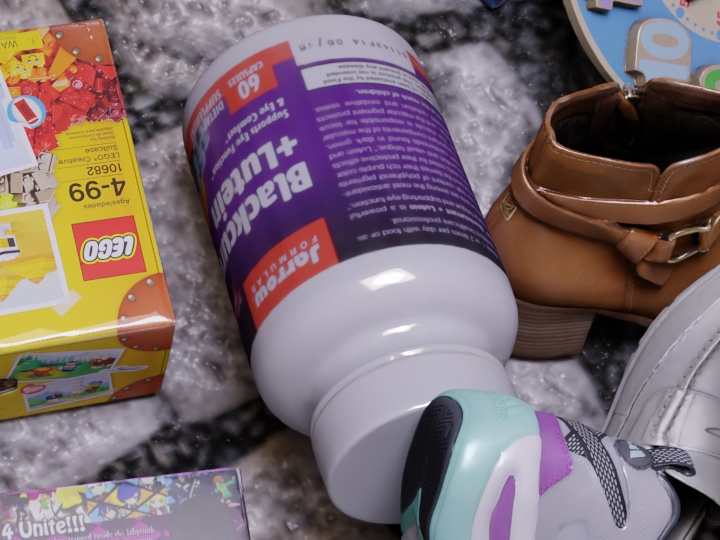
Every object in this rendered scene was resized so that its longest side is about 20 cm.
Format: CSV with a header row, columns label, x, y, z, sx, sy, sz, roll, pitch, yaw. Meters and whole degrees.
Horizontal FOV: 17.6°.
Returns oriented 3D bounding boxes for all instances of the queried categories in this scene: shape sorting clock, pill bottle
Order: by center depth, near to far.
label,x,y,z,sx,sy,sz,roll,pitch,yaw
pill bottle,0.000,0.000,0.961,0.111,0.111,0.200,-9,52,-14
shape sorting clock,0.172,-0.159,1.084,0.200,0.039,0.200,0,90,-28

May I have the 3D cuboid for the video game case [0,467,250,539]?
label,x,y,z,sx,sy,sz,roll,pitch,yaw
video game case,-0.132,0.176,0.918,0.200,0.036,0.181,-6,66,-13

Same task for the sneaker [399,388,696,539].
label,x,y,z,sx,sy,sz,roll,pitch,yaw
sneaker,0.068,0.143,0.896,0.140,0.200,0.078,13,35,-14

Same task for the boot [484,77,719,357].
label,x,y,z,sx,sy,sz,roll,pitch,yaw
boot,0.148,-0.032,1.000,0.200,0.155,0.077,-4,58,-11

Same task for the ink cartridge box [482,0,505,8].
label,x,y,z,sx,sy,sz,roll,pitch,yaw
ink cartridge box,0.050,-0.244,1.133,0.136,0.076,0.200,-37,74,-24

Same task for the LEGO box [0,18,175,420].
label,x,y,z,sx,sy,sz,roll,pitch,yaw
LEGO box,-0.193,-0.012,0.974,0.200,0.077,0.149,-10,66,-15

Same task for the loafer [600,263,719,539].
label,x,y,z,sx,sy,sz,roll,pitch,yaw
loafer,0.131,0.079,0.964,0.070,0.070,0.200,30,84,46
